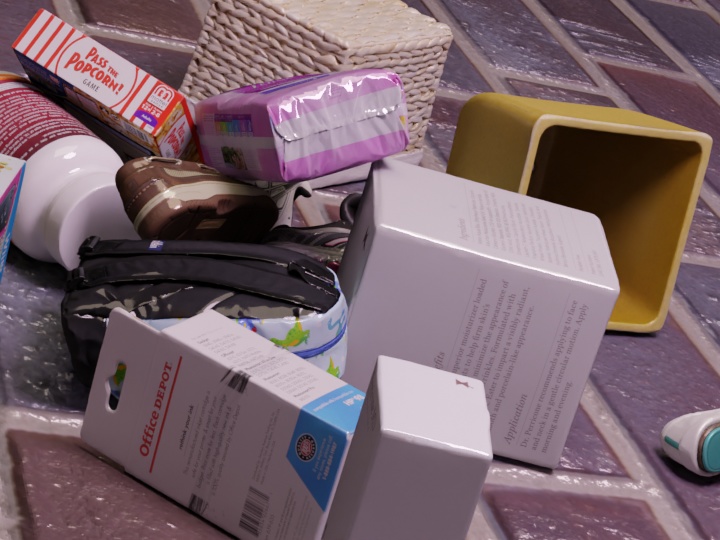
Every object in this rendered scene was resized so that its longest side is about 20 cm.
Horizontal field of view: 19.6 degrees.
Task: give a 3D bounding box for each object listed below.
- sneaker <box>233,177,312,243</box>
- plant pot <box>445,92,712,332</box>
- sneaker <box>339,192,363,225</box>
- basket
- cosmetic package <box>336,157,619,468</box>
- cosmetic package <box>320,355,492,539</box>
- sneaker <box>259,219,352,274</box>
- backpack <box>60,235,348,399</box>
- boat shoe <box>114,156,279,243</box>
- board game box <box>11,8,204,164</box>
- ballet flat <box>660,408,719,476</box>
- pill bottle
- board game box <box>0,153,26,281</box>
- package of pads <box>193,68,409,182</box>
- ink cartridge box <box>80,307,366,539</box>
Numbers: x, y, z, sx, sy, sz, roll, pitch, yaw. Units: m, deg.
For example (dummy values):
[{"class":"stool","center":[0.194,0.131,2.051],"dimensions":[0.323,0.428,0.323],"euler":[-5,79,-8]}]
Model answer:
[{"class":"sneaker","center":[-0.100,-0.050,1.839],"dimensions":[0.075,0.088,0.200],"euler":[-18,23,39]},{"class":"plant pot","center":[0.176,-0.072,1.952],"dimensions":[0.195,0.195,0.200],"euler":[4,18,-28]},{"class":"sneaker","center":[0.053,-0.025,1.834],"dimensions":[0.200,0.079,0.090],"euler":[15,-11,47]},{"class":"basket","center":[-0.046,-0.201,2.114],"dimensions":[0.198,0.161,0.200],"euler":[32,28,29]},{"class":"cosmetic package","center":[0.081,0.031,1.664],"dimensions":[0.199,0.165,0.165],"euler":[16,22,-6]},{"class":"cosmetic package","center":[0.017,0.166,1.261],"dimensions":[0.071,0.201,0.102],"euler":[15,22,-6]},{"class":"sneaker","center":[0.000,0.000,1.793],"dimensions":[0.199,0.074,0.088],"euler":[10,29,-4]},{"class":"backpack","center":[-0.107,0.042,1.551],"dimensions":[0.199,0.154,0.163],"euler":[-11,19,3]},{"class":"boat shoe","center":[-0.132,-0.061,1.689],"dimensions":[0.075,0.075,0.202],"euler":[49,12,17]},{"class":"board game box","center":[-0.212,-0.134,1.816],"dimensions":[0.151,0.046,0.200],"euler":[32,-13,12]},{"class":"ballet flat","center":[0.330,0.134,1.751],"dimensions":[0.199,0.070,0.069],"euler":[-3,30,-38]},{"class":"pill bottle","center":[-0.266,-0.078,1.732],"dimensions":[0.113,0.113,0.200],"euler":[-4,30,-41]},{"class":"board game box","center":[-0.298,0.012,1.457],"dimensions":[0.064,0.148,0.200],"euler":[15,23,-3]},{"class":"package of pads","center":[-0.050,-0.119,1.714],"dimensions":[0.120,0.076,0.200],"euler":[-15,9,-20]},{"class":"ink cartridge box","center":[-0.087,0.107,1.432],"dimensions":[0.199,0.116,0.067],"euler":[28,26,23]}]
